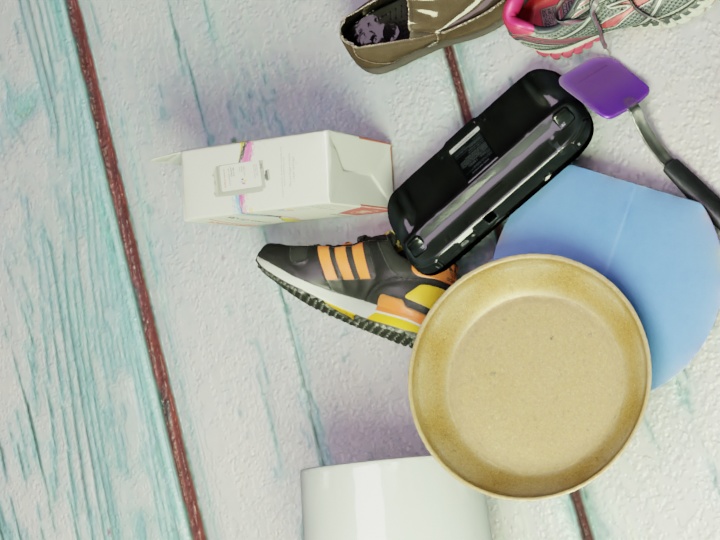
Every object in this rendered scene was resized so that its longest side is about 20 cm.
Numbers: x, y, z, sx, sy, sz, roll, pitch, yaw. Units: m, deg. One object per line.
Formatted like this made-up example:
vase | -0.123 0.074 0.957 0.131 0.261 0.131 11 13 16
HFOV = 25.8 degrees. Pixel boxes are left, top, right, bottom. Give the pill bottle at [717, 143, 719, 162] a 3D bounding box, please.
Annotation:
pill bottle | 0.369 -0.060 1.164 0.200 0.111 0.112 39 107 26

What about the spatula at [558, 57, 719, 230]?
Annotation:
spatula | 0.245 -0.102 1.287 0.056 0.021 0.200 -33 73 -21

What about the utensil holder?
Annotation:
utensil holder | 0.032 0.260 1.318 0.169 0.169 0.202 -11 80 30

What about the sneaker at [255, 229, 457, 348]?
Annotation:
sneaker | 0.000 0.000 1.415 0.199 0.070 0.091 23 81 31

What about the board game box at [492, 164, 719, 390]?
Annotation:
board game box | 0.207 0.006 1.302 0.199 0.039 0.159 19 91 28

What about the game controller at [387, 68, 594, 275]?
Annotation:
game controller | 0.107 -0.086 1.345 0.200 0.042 0.105 -41 38 14

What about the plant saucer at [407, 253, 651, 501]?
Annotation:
plant saucer | 0.137 0.088 1.267 0.198 0.035 0.202 -5 73 17

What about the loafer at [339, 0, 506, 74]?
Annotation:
loafer | 0.064 -0.231 1.377 0.199 0.071 0.074 -29 74 26

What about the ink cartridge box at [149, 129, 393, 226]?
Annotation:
ink cartridge box | -0.082 -0.079 1.431 0.198 0.116 0.068 -4 86 31

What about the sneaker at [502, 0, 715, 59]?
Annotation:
sneaker | 0.211 -0.229 1.288 0.199 0.074 0.081 -24 76 27
